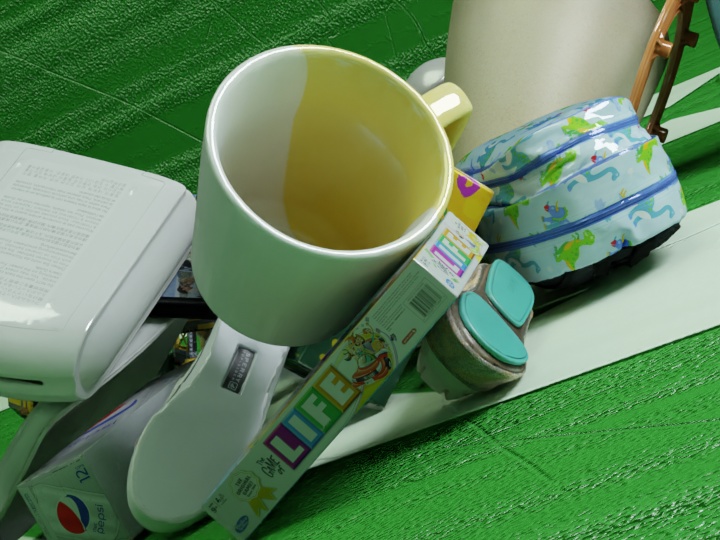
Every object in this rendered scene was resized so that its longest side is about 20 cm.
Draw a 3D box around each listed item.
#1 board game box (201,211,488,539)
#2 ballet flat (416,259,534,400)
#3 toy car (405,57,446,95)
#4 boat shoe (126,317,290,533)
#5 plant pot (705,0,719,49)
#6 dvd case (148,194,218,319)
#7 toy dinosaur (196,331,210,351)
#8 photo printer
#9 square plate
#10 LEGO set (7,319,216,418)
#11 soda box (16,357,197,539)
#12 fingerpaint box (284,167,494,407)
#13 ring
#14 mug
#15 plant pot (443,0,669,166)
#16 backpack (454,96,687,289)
[{"bbox_3d":[-0.007,0.061,1.302,0.200,0.034,0.134,-50,0,17],"label":"board game box"},{"bbox_3d":[0.071,0.047,1.380,0.067,0.068,0.200,-44,-2,16],"label":"ballet flat"},{"bbox_3d":[0.071,-0.075,1.914,0.199,0.175,0.150,-31,-27,-32],"label":"toy car"},{"bbox_3d":[-0.099,0.097,1.437,0.070,0.071,0.201,116,177,-55],"label":"boat shoe"},{"bbox_3d":[0.349,-0.226,1.733,0.141,0.201,0.141,-22,9,22],"label":"plant pot"},{"bbox_3d":[-0.147,-0.012,1.567,0.198,0.018,0.143,2,35,2],"label":"dvd case"},{"bbox_3d":[-0.134,0.007,1.804,0.058,0.201,0.101,-9,17,13],"label":"toy dinosaur"},{"bbox_3d":[-0.220,0.005,1.468,0.165,0.070,0.200,13,43,16],"label":"photo printer"},{"bbox_3d":[-0.207,0.115,1.539,0.200,0.028,0.198,-56,-7,38],"label":"square plate"},{"bbox_3d":[-0.173,0.053,1.670,0.199,0.155,0.116,3,5,-35],"label":"LEGO set"},{"bbox_3d":[-0.151,0.127,1.496,0.063,0.069,0.200,-27,7,28],"label":"soda box"},{"bbox_3d":[0.000,0.000,1.542,0.168,0.073,0.200,-62,13,-5],"label":"fingerpaint box"},{"bbox_3d":[0.238,-0.142,1.735,0.019,0.202,0.200,19,22,12],"label":"ring"},{"bbox_3d":[-0.019,-0.031,1.323,0.185,0.150,0.153,0,-32,-18],"label":"mug"},{"bbox_3d":[0.140,-0.119,1.760,0.187,0.187,0.201,-19,41,42],"label":"plant pot"},{"bbox_3d":[0.146,-0.051,1.529,0.162,0.155,0.200,-18,19,-8],"label":"backpack"}]
